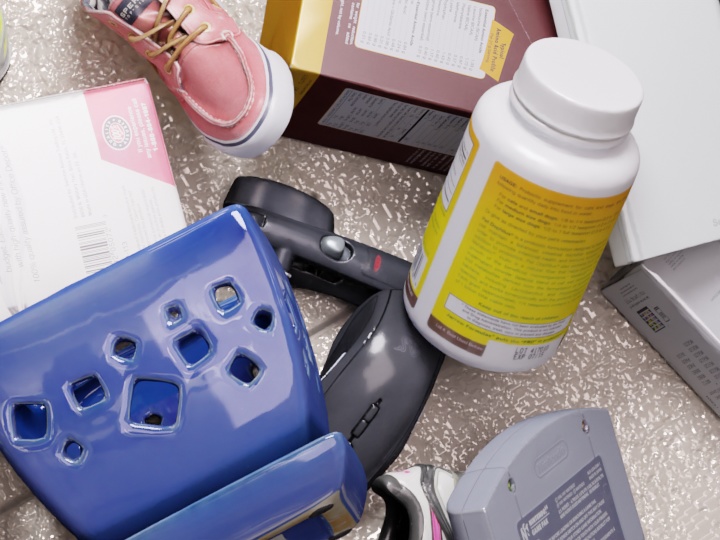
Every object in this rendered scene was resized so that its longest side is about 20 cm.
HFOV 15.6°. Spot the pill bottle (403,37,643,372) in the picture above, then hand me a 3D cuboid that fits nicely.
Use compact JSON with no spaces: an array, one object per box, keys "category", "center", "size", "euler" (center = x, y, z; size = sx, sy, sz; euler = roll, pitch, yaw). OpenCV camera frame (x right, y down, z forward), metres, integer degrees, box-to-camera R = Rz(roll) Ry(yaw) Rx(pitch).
[{"category":"pill bottle","center":[0.106,-0.042,1.648],"size":[0.109,0.200,0.109],"euler":[15,34,-10]}]

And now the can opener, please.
[{"category":"can opener","center":[0.000,0.000,1.734],"size":[0.200,0.063,0.079],"euler":[23,71,-9]}]

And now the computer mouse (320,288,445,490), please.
[{"category":"computer mouse","center":[0.014,0.120,1.694],"size":[0.140,0.046,0.200],"euler":[40,81,-14]}]

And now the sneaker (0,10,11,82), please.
[{"category":"sneaker","center":[-0.279,-0.214,1.701],"size":[0.075,0.076,0.200],"euler":[-29,84,-18]}]

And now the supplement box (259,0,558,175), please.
[{"category":"supplement box","center":[0.048,-0.181,1.755],"size":[0.199,0.133,0.198],"euler":[13,73,-12]}]

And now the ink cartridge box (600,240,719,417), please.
[{"category":"ink cartridge box","center":[0.299,0.004,1.807],"size":[0.200,0.084,0.176],"euler":[-43,90,-20]}]

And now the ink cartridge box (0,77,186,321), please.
[{"category":"ink cartridge box","center":[-0.218,-0.028,1.669],"size":[0.199,0.083,0.147],"euler":[-12,80,-19]}]

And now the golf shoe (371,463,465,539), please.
[{"category":"golf shoe","center":[0.029,0.222,1.666],"size":[0.092,0.073,0.201],"euler":[9,85,-31]}]

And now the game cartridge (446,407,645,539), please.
[{"category":"game cartridge","center":[0.119,0.163,1.672],"size":[0.200,0.041,0.134],"euler":[-29,108,-58]}]

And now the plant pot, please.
[{"category":"plant pot","center":[-0.107,0.099,1.578],"size":[0.200,0.200,0.180],"euler":[-27,77,-2]}]

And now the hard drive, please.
[{"category":"hard drive","center":[0.194,-0.113,1.714],"size":[0.132,0.026,0.201],"euler":[-14,89,-36]}]

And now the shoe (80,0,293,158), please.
[{"category":"shoe","center":[-0.117,-0.146,1.671],"size":[0.091,0.200,0.072],"euler":[29,107,-38]}]
